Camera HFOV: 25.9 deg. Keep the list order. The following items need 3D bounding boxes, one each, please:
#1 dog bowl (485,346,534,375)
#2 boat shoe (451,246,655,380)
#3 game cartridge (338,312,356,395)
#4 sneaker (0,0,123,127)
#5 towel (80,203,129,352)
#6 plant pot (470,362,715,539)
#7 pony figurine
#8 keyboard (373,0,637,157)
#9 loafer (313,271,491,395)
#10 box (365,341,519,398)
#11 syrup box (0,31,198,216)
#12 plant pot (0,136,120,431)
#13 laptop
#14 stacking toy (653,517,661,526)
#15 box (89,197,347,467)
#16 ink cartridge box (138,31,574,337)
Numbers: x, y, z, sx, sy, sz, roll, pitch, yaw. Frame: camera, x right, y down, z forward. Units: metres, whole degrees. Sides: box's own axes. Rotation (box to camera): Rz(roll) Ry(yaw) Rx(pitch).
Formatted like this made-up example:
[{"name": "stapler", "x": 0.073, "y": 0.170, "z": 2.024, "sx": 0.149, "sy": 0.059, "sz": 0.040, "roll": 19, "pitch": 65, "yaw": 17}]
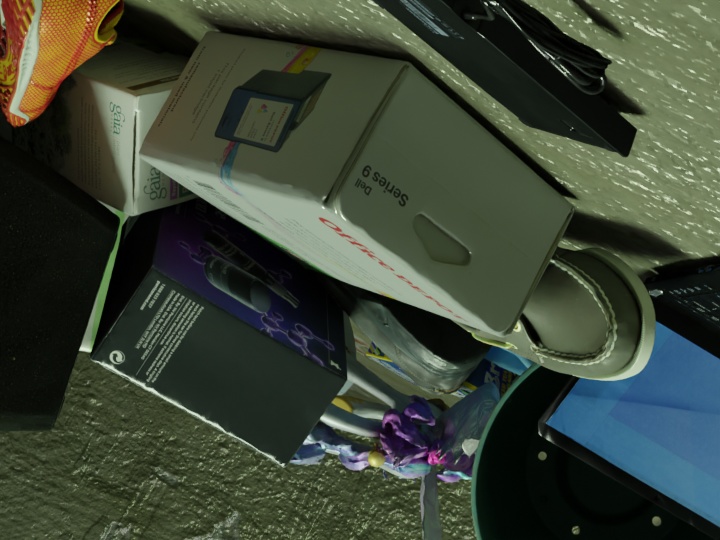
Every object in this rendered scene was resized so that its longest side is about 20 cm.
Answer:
[{"name": "dog bowl", "x": 0.085, "y": 0.021, "z": 1.097, "sx": 0.111, "sy": 0.050, "sz": 0.200, "roll": 26, "pitch": 172, "yaw": 27}, {"name": "boat shoe", "x": 0.088, "y": 0.013, "z": 0.875, "sx": 0.060, "sy": 0.073, "sz": 0.201, "roll": 5, "pitch": -168, "yaw": -28}, {"name": "game cartridge", "x": -0.065, "y": 0.018, "z": 1.324, "sx": 0.133, "sy": 0.040, "sz": 0.201, "roll": 31, "pitch": -155, "yaw": -32}, {"name": "sneaker", "x": -0.175, "y": -0.131, "z": 0.895, "sx": 0.200, "sy": 0.076, "sz": 0.074, "roll": -19, "pitch": 88, "yaw": 68}, {"name": "towel", "x": -0.126, "y": -0.007, "z": 1.118, "sx": 0.198, "sy": 0.154, "sz": 0.023, "roll": 10, "pitch": -173, "yaw": -15}, {"name": "plant pot", "x": 0.171, "y": 0.139, "z": 1.032, "sx": 0.199, "sy": 0.202, "sz": 0.161, "roll": 29, "pitch": 180, "yaw": 3}, {"name": "pony figurine", "x": 0.041, "y": 0.130, "z": 1.165, "sx": 0.198, "sy": 0.168, "sz": 0.193, "roll": 19, "pitch": -159, "yaw": 4}, {"name": "keyboard", "x": 0.037, "y": -0.103, "z": 0.595, "sx": 0.199, "sy": 0.021, "sz": 0.127, "roll": 34, "pitch": 177, "yaw": -32}, {"name": "loafer", "x": 0.000, "y": 0.000, "z": 1.002, "sx": 0.201, "sy": 0.072, "sz": 0.073, "roll": 51, "pitch": 150, "yaw": 19}, {"name": "box", "x": 0.076, "y": 0.065, "z": 1.326, "sx": 0.064, "sy": 0.071, "sz": 0.200, "roll": 29, "pitch": 173, "yaw": -19}, {"name": "syrup box", "x": -0.180, "y": -0.109, "z": 1.019, "sx": 0.199, "sy": 0.080, "sz": 0.081, "roll": 23, "pitch": -150, "yaw": 36}, {"name": "plant pot", "x": -0.257, "y": 0.004, "z": 0.985, "sx": 0.176, "sy": 0.202, "sz": 0.199, "roll": 18, "pitch": 174, "yaw": -13}, {"name": "laptop", "x": 0.214, "y": 0.088, "z": 0.845, "sx": 0.176, "sy": 0.104, "sz": 0.200, "roll": 30, "pitch": 172, "yaw": -6}, {"name": "stacking toy", "x": 0.312, "y": 0.185, "z": 1.164, "sx": 0.198, "sy": 0.148, "sz": 0.146, "roll": 11, "pitch": -174, "yaw": -39}, {"name": "box", "x": -0.086, "y": 0.018, "z": 1.011, "sx": 0.140, "sy": 0.079, "sz": 0.200, "roll": 33, "pitch": -161, "yaw": -16}, {"name": "ink cartridge box", "x": -0.006, "y": -0.049, "z": 0.845, "sx": 0.145, "sy": 0.088, "sz": 0.199, "roll": 35, "pitch": 172, "yaw": -35}]
